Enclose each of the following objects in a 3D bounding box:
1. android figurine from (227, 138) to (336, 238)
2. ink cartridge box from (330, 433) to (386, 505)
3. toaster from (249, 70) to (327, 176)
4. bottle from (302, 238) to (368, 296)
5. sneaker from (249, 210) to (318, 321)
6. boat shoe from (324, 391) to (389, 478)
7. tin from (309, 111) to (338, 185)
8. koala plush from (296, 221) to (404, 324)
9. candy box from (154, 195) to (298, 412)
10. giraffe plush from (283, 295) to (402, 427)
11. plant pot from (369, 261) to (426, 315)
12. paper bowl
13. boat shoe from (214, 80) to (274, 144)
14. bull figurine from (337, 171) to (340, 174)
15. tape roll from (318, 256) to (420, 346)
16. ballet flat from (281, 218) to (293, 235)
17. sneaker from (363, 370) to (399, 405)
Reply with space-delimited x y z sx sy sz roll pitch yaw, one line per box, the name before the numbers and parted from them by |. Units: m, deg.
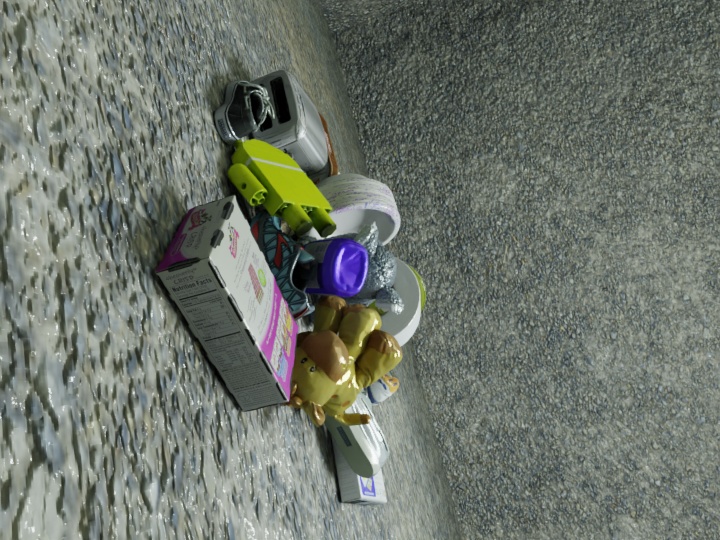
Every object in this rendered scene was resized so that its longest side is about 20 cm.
android figurine | -0.122 -0.130 0.833 0.200 0.041 0.182 50 24 19
ink cartridge box | -0.006 0.319 0.999 0.198 0.043 0.200 58 20 -61
toaster | -0.138 -0.274 1.010 0.129 0.114 0.200 48 27 -67
bottle | -0.063 -0.003 0.838 0.200 0.065 0.084 -2 -104 60
sneaker | -0.104 -0.008 0.779 0.079 0.095 0.200 61 16 -56
boat shoe | -0.015 0.232 0.888 0.071 0.070 0.201 -27 92 -50
tin | -0.115 -0.241 1.112 0.042 0.112 0.200 8 65 -70
koala plush | 0.000 0.000 0.942 0.200 0.184 0.178 -11 -83 69
candy box | -0.136 0.037 0.608 0.136 0.061 0.200 -92 164 -58
giraffe plush | -0.056 0.134 0.765 0.162 0.172 0.200 24 84 -66
plant pot | 0.056 0.094 1.406 0.193 0.200 0.201 -53 127 -65
paper bowl | -0.030 -0.111 1.068 0.201 0.200 0.104 58 15 -63
boat shoe | -0.177 -0.264 0.872 0.199 0.068 0.074 -90 162 -62
bull figurine | -0.090 -0.169 1.182 0.121 0.065 0.200 29 -41 51
tape roll | 0.019 0.063 1.082 0.071 0.202 0.203 76 2 -60
ballet flat | -0.120 -0.111 0.937 0.200 0.075 0.068 -93 176 -56
sneaker | -0.005 0.199 1.178 0.075 0.088 0.200 19 30 -52
